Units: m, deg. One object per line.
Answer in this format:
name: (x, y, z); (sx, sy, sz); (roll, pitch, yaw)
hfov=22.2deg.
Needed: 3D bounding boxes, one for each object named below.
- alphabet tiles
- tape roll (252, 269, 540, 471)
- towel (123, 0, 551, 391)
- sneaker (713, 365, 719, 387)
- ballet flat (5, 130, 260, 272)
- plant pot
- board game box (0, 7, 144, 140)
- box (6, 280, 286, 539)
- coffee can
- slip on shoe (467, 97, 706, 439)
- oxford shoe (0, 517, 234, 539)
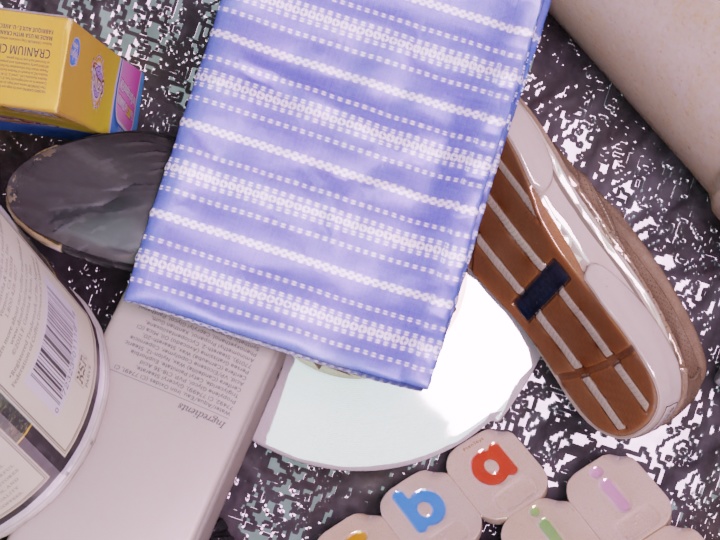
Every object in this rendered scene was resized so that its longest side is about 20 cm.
alphabet tiles: (0.073, 0.171, 0.863); (0.199, 0.015, 0.196); (-31, 55, -13)
tape roll: (0.000, 0.000, 0.916); (0.202, 0.037, 0.204); (0, 88, 2)
towel: (-0.007, -0.060, 0.817); (0.144, 0.024, 0.201); (17, 81, 0)
sneaker: (0.262, -0.003, 0.887); (0.079, 0.078, 0.200); (37, 102, 7)
ballet flat: (-0.064, -0.027, 0.851); (0.199, 0.057, 0.067); (1, 80, -10)
plant pot: (0.180, -0.132, 0.848); (0.183, 0.200, 0.201); (43, 91, 14)
board game box: (-0.189, -0.093, 0.842); (0.152, 0.200, 0.041); (8, 90, 3)
box: (-0.105, 0.105, 0.831); (0.082, 0.068, 0.201); (23, 68, 3)
coffee can: (-0.208, 0.012, 0.746); (0.146, 0.200, 0.147); (-9, 57, 14)
slip on shoe: (0.095, -0.016, 0.868); (0.200, 0.060, 0.076); (55, 136, 13)
oxford shoe: (-0.150, 0.111, 0.913); (0.200, 0.073, 0.085); (34, 116, -2)
